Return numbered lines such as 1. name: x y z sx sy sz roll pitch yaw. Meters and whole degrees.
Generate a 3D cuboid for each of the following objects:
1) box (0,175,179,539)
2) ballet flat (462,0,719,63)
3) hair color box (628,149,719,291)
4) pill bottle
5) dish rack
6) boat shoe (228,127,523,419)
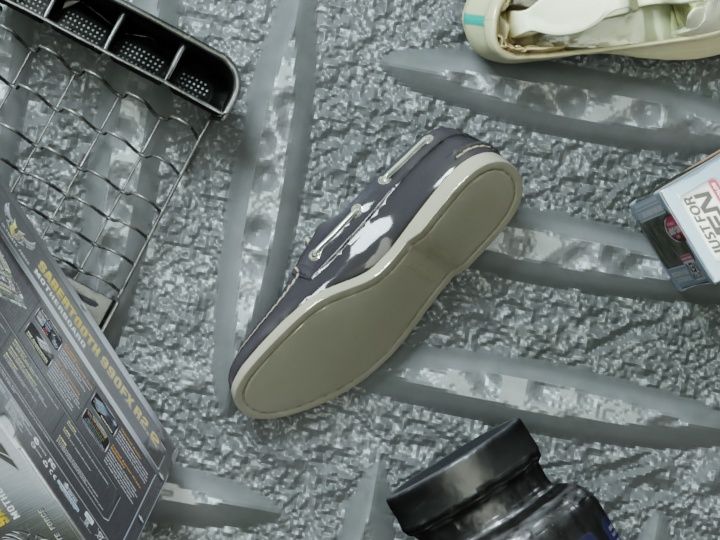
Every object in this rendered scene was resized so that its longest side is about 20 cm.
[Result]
1. box: -0.178 0.056 1.305 0.048 0.158 0.200 -27 106 17
2. ballet flat: 0.156 -0.148 1.410 0.199 0.069 0.070 -11 87 -4
3. hair color box: 0.252 -0.065 1.393 0.200 0.099 0.061 -31 89 -5
4. pill bottle: 0.100 0.185 1.362 0.112 0.112 0.200 -31 88 -5
5. dish rack: -0.172 -0.054 1.390 0.153 0.055 0.201 27 85 -1
6. boat shoe: 0.000 0.000 1.406 0.200 0.073 0.063 -43 47 0
